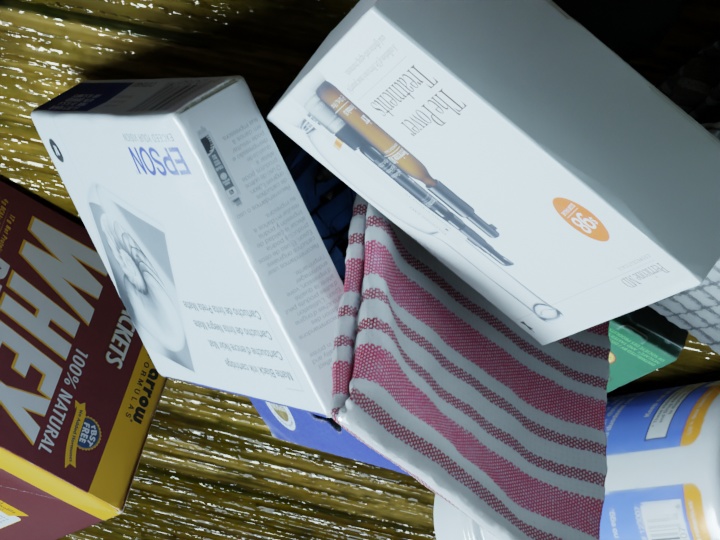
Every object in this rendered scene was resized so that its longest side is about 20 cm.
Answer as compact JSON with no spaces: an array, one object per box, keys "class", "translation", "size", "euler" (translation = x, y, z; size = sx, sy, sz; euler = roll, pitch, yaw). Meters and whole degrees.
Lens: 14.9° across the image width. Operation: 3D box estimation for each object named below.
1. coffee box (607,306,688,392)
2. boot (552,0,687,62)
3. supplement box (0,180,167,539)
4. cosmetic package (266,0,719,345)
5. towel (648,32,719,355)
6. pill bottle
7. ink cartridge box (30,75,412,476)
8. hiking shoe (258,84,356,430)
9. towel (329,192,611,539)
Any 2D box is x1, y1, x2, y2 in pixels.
[{"class":"coffee box","translation":[0.057,0.026,1.341],"size":[0.123,0.044,0.200],"euler":[29,150,-17]},{"class":"boot","translation":[0.061,-0.148,0.975],"size":[0.168,0.076,0.200],"euler":[34,156,-22]},{"class":"supplement box","translation":[-0.230,0.047,1.452],"size":[0.197,0.133,0.200],"euler":[30,150,-23]},{"class":"cosmetic package","translation":[0.052,-0.046,1.035],"size":[0.151,0.052,0.200],"euler":[37,166,-5]},{"class":"towel","translation":[0.188,-0.018,1.140],"size":[0.200,0.086,0.166],"euler":[31,158,-15]},{"class":"pill bottle","translation":[0.137,0.119,1.394],"size":[0.200,0.112,0.112],"euler":[-11,141,44]},{"class":"ink cartridge box","translation":[-0.059,0.009,1.214],"size":[0.200,0.041,0.200],"euler":[63,160,-14]},{"class":"hiking shoe","translation":[0.000,0.000,1.251],"size":[0.087,0.074,0.200],"euler":[24,144,35]},{"class":"towel","translation":[0.054,0.017,1.160],"size":[0.146,0.200,0.030],"euler":[34,134,-29]}]
